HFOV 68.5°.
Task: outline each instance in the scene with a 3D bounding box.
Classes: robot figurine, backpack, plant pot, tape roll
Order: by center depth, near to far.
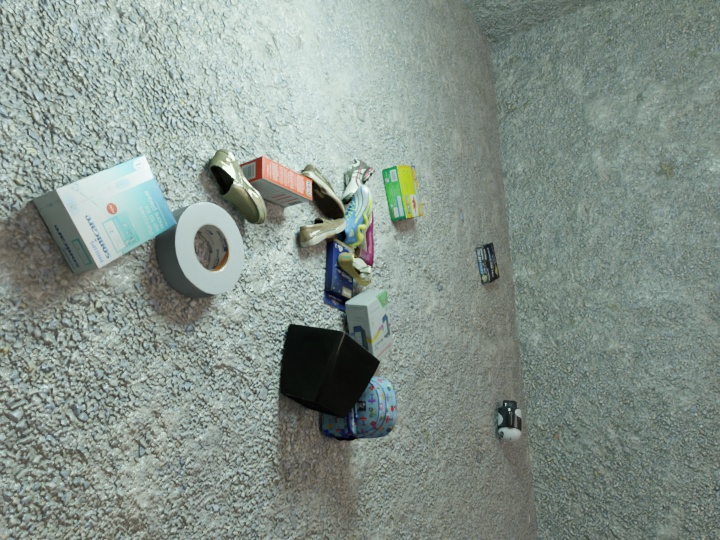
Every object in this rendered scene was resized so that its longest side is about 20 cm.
[{"bbox_3d":[-0.348,-0.044,1.166,0.199,0.065,0.206,23,63,-54],"label":"tape roll"},{"bbox_3d":[-0.094,0.273,1.394,0.199,0.196,0.181,43,58,-45],"label":"plant pot"},{"bbox_3d":[-0.001,0.387,1.496,0.134,0.196,0.188,21,65,-54],"label":"backpack"},{"bbox_3d":[0.768,0.778,2.734,0.148,0.124,0.204,26,58,-33],"label":"robot figurine"}]

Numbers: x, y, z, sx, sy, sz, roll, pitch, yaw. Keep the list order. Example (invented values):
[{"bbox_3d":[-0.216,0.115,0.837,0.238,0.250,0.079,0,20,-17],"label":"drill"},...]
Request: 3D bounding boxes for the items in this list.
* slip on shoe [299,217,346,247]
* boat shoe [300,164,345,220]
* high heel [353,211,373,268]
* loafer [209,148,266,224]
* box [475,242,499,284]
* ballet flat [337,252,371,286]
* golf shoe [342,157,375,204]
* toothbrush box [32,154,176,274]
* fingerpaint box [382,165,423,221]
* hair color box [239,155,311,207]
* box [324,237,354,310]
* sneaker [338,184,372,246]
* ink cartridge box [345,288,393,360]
[{"bbox_3d":[-0.113,-0.129,1.570,0.199,0.075,0.062,-32,110,-46],"label":"slip on shoe"},{"bbox_3d":[-0.106,-0.242,1.610,0.203,0.073,0.076,50,37,-40],"label":"boat shoe"},{"bbox_3d":[0.024,-0.109,1.800,0.096,0.066,0.205,37,62,-49],"label":"high heel"},{"bbox_3d":[-0.302,-0.191,1.279,0.202,0.075,0.069,58,39,-18],"label":"loafer"},{"bbox_3d":[0.699,-0.041,2.905,0.197,0.049,0.205,-16,95,-60],"label":"box"},{"bbox_3d":[0.000,0.000,1.670,0.199,0.062,0.070,34,54,-54],"label":"ballet flat"},{"bbox_3d":[-0.027,-0.298,1.774,0.088,0.077,0.202,40,47,-11],"label":"golf shoe"},{"bbox_3d":[-0.463,-0.107,0.977,0.200,0.084,0.149,-45,120,-52],"label":"toothbrush box"},{"bbox_3d":[0.168,-0.304,2.074,0.166,0.072,0.205,-18,98,-58],"label":"fingerpaint box"},{"bbox_3d":[-0.224,-0.227,1.385,0.199,0.100,0.063,18,66,-57],"label":"hair color box"},{"bbox_3d":[-0.064,0.013,1.651,0.120,0.032,0.205,28,60,-53],"label":"box"},{"bbox_3d":[-0.023,-0.168,1.680,0.104,0.075,0.205,-14,118,-48],"label":"sneaker"},{"bbox_3d":[0.031,0.179,1.688,0.145,0.086,0.205,-29,117,-56],"label":"ink cartridge box"}]
